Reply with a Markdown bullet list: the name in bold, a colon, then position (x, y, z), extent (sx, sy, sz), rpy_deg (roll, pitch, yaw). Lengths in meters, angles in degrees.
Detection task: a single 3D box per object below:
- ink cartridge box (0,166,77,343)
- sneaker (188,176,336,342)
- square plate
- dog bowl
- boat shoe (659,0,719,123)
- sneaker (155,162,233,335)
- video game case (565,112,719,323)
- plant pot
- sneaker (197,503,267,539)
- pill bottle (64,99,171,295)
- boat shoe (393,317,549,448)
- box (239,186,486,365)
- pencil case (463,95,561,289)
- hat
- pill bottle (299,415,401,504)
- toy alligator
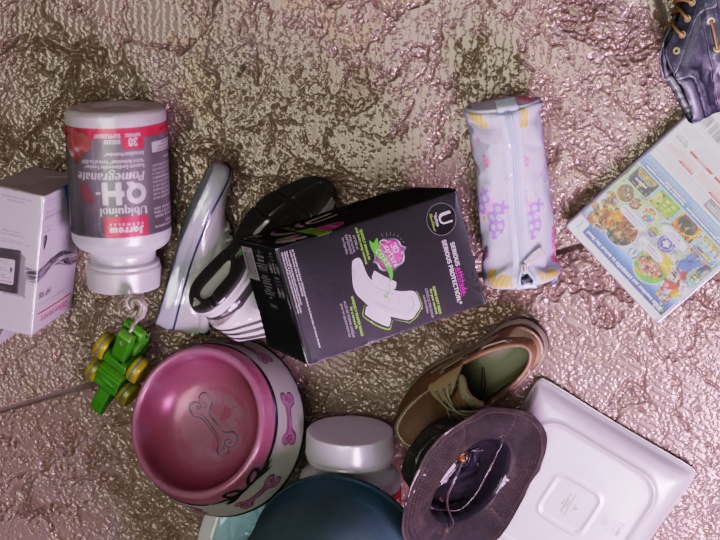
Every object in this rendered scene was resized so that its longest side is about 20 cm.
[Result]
- **ink cartridge box**: position (-0.367, -0.005, 1.746), extent (0.066, 0.116, 0.201), rpy_deg (11, 107, 10)
- **sneaker**: position (-0.087, -0.006, 1.709), extent (0.201, 0.115, 0.076), rpy_deg (-45, 46, -4)
- **square plate**: position (0.230, 0.249, 1.705), extent (0.198, 0.028, 0.200), rpy_deg (31, 109, 6)
- **dog bowl**: position (-0.164, 0.169, 1.720), extent (0.199, 0.074, 0.201), rpy_deg (-4, 79, 23)
- **boat shoe**: position (0.325, -0.246, 1.525), extent (0.091, 0.071, 0.201), rpy_deg (-25, 99, -1)
- **sneaker**: position (-0.166, -0.022, 1.724), extent (0.071, 0.073, 0.201), rpy_deg (16, 111, -11)
- **video game case**: position (0.331, -0.062, 1.608), extent (0.143, 0.018, 0.200), rpy_deg (46, 109, -1)
- **plant pot**: position (-0.048, 0.335, 1.591), extent (0.199, 0.188, 0.201), rpy_deg (4, 105, 15)
- **sneaker**: position (-0.130, 0.281, 1.779), extent (0.082, 0.074, 0.201), rpy_deg (20, 108, 13)
- **pill bottle**: position (-0.262, -0.080, 1.703), extent (0.110, 0.111, 0.201), rpy_deg (2, 104, 14)
- **boat shoe**: position (0.113, 0.123, 1.678), extent (0.200, 0.074, 0.076), rpy_deg (-41, 91, 19)
- **box**: position (0.000, 0.000, 1.596), extent (0.199, 0.148, 0.125), rpy_deg (-18, 100, -17)
- **pencil case**: position (0.156, -0.080, 1.609), extent (0.083, 0.091, 0.201), rpy_deg (-4, 102, 15)
- **hat**: position (0.098, 0.208, 1.642), extent (0.081, 0.200, 0.201), rpy_deg (34, 113, 41)
- **pill bottle**: position (-0.011, 0.271, 1.725), extent (0.113, 0.114, 0.201), rpy_deg (4, 105, 13)
- **toy alligator**: position (-0.258, 0.086, 1.747), extent (0.059, 0.054, 0.200), rpy_deg (35, 131, 9)
